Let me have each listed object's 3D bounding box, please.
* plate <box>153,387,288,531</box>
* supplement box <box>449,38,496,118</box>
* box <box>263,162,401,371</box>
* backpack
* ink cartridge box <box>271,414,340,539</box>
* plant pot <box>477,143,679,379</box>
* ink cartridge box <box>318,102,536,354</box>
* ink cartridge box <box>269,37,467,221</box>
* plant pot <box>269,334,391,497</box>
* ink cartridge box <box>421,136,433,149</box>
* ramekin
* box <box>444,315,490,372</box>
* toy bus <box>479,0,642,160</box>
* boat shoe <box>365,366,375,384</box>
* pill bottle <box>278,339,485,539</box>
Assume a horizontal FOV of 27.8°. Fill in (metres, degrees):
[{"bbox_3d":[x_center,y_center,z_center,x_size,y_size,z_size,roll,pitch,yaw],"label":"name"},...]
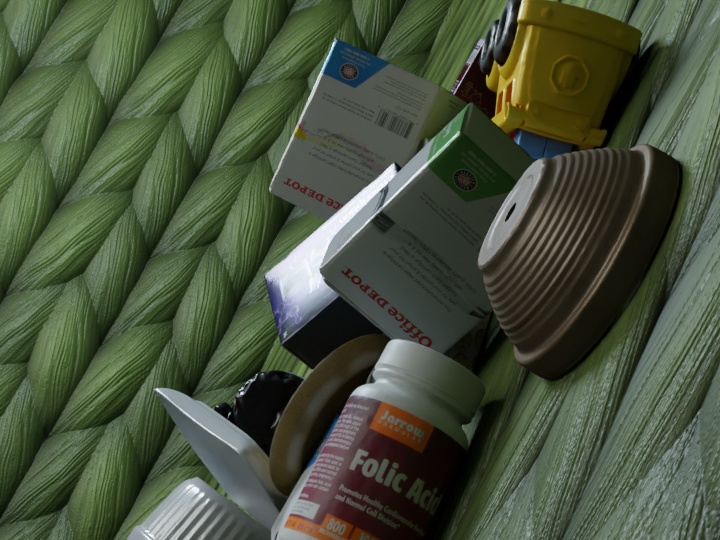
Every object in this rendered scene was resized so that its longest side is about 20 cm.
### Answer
[{"bbox_3d":[-0.129,0.222,1.614,0.032,0.200,0.199,-42,37,-18],"label":"plate"},{"bbox_3d":[0.148,-0.178,1.832,0.200,0.109,0.061,-60,6,9],"label":"supplement box"},{"bbox_3d":[0.000,0.000,1.565,0.200,0.079,0.141,-41,34,13],"label":"box"},{"bbox_3d":[-0.069,0.198,1.707,0.127,0.167,0.200,-43,-14,-11],"label":"backpack"},{"bbox_3d":[-0.019,0.238,1.399,0.145,0.084,0.200,-61,7,5],"label":"ink cartridge box"},{"bbox_3d":[0.156,-0.024,1.142,0.201,0.093,0.201,-59,6,9],"label":"plant pot"},{"bbox_3d":[0.081,-0.031,1.349,0.200,0.146,0.084,-42,14,27],"label":"ink cartridge box"},{"bbox_3d":[0.010,-0.149,1.751,0.200,0.147,0.145,-64,-15,6],"label":"ink cartridge box"},{"bbox_3d":[-0.014,0.161,1.537,0.200,0.027,0.200,-33,-41,-34],"label":"plant pot"},{"bbox_3d":[0.089,-0.045,1.696,0.104,0.059,0.200,-106,25,-48],"label":"ink cartridge box"},{"bbox_3d":[-0.152,0.320,1.632,0.105,0.200,0.200,-52,4,-11],"label":"ramekin"},{"bbox_3d":[0.102,0.055,1.455,0.039,0.041,0.200,-53,9,42],"label":"box"},{"bbox_3d":[0.184,-0.159,1.462,0.200,0.135,0.192,149,134,-82],"label":"toy bus"},{"bbox_3d":[0.059,0.093,1.484,0.061,0.072,0.201,-53,8,42],"label":"boat shoe"},{"bbox_3d":[0.023,0.168,1.242,0.200,0.114,0.114,-63,6,-15],"label":"pill bottle"}]
